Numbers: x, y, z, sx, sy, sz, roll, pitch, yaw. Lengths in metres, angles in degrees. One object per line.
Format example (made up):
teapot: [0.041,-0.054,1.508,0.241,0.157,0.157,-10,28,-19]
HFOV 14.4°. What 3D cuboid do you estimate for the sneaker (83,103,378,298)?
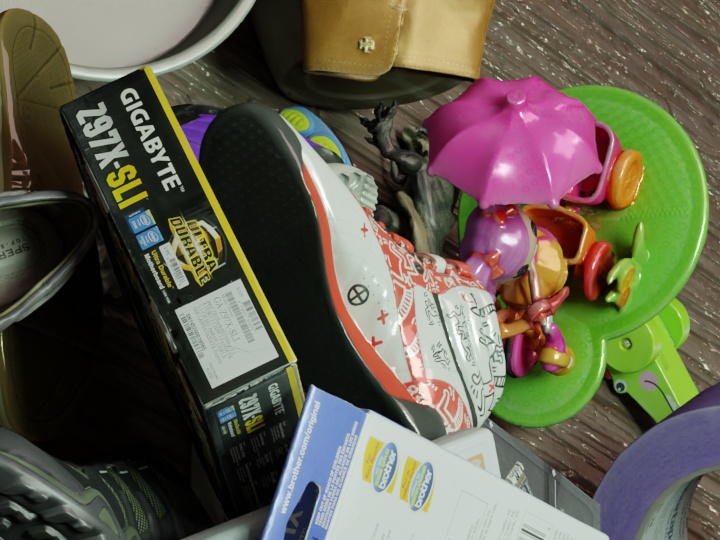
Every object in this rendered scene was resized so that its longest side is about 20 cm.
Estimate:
sneaker: [-0.094,-0.043,1.435,0.199,0.070,0.099,-3,36,-43]

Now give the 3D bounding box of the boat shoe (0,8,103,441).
boat shoe: [-0.163,-0.017,1.299,0.073,0.064,0.202,20,62,-51]

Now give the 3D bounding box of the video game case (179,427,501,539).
video game case: [0.005,0.183,1.255,0.199,0.023,0.183,-18,99,-43]

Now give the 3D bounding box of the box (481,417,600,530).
box: [0.055,0.161,1.413,0.158,0.048,0.201,39,35,-30]

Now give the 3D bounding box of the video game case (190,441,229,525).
video game case: [-0.007,0.136,1.417,0.200,0.018,0.144,35,35,-31]

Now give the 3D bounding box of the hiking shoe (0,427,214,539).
hiking shoe: [-0.118,0.114,1.234,0.200,0.075,0.101,43,22,-39]

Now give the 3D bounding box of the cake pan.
cake pan: [-0.141,-0.187,1.443,0.199,0.037,0.202,6,74,-21]

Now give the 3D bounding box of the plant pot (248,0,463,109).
plant pot: [0.001,-0.192,1.631,0.199,0.199,0.175,13,66,-50]

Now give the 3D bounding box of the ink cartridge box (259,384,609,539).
ink cartridge box: [0.018,0.136,1.222,0.200,0.042,0.120,31,73,-42]

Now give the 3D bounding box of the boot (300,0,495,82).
boot: [-0.021,-0.178,1.513,0.200,0.145,0.071,12,-3,-3]

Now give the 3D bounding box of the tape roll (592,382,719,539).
tape roll: [0.225,0.161,1.550,0.201,0.200,0.085,57,28,6]

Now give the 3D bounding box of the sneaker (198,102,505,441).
sneaker: [0.000,0.001,1.370,0.108,0.067,0.202,-36,101,-54]

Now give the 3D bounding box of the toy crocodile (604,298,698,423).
toy crocodile: [0.146,0.012,1.746,0.201,0.062,0.067,59,28,-1]

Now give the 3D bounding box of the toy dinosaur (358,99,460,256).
toy dinosaur: [0.025,-0.038,1.625,0.088,0.047,0.201,45,33,-30]

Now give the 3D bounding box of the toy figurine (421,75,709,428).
toy figurine: [0.085,-0.025,1.532,0.149,0.201,0.184,17,-4,24]

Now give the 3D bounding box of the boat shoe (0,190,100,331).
boat shoe: [-0.190,0.012,1.178,0.199,0.065,0.072,-27,87,-41]

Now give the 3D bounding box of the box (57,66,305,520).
box: [-0.070,0.026,1.269,0.160,0.049,0.200,60,-9,25]

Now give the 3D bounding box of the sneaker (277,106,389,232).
sneaker: [-0.003,0.005,1.528,0.200,0.071,0.083,58,6,11]
